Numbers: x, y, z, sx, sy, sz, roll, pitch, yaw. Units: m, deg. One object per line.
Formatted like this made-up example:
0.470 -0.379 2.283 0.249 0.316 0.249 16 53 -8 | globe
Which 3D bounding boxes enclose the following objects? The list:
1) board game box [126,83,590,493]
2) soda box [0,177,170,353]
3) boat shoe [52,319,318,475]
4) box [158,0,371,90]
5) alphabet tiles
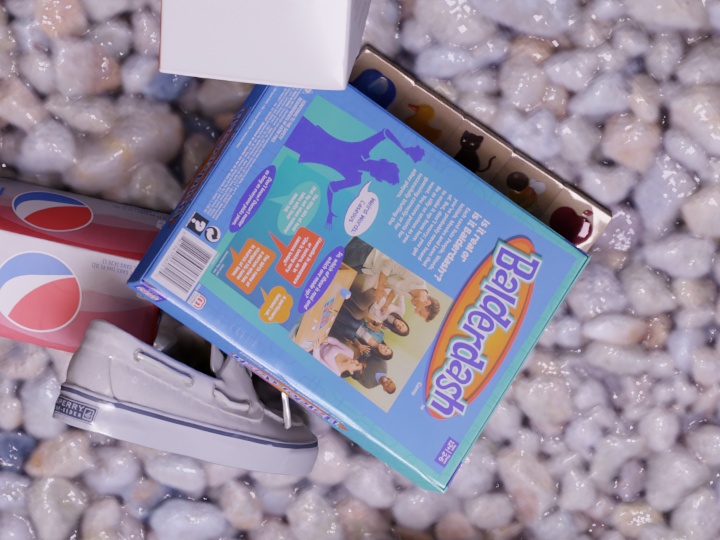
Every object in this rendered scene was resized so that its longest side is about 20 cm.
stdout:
0.000 0.000 1.517 0.200 0.045 0.153 36 80 -11 | board game box
-0.204 -0.009 1.577 0.199 0.064 0.070 12 118 0 | soda box
-0.085 0.057 1.560 0.074 0.201 0.087 15 88 40 | boat shoe
-0.041 -0.208 1.422 0.097 0.125 0.201 6 117 4 | box
0.010 -0.024 1.575 0.199 0.008 0.167 34 116 -10 | alphabet tiles
